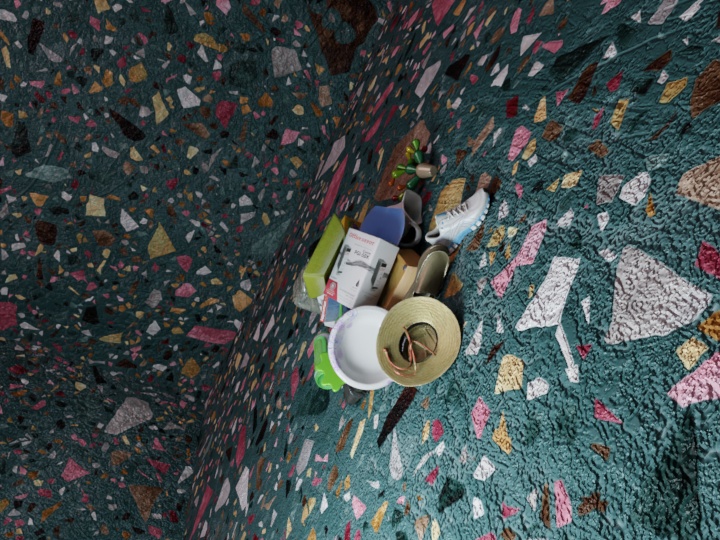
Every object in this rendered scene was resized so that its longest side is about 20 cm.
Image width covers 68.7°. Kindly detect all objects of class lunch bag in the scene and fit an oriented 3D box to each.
[{"bbox_3d":[-0.126,0.053,1.842,0.169,0.198,0.140,-59,21,24],"label":"lunch bag"}]

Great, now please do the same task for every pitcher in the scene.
[{"bbox_3d":[0.100,-0.120,1.579,0.199,0.120,0.174,-34,50,39],"label":"pitcher"}]

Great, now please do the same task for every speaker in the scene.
[{"bbox_3d":[-0.111,0.289,1.718,0.089,0.087,0.201,-58,21,25],"label":"speaker"}]

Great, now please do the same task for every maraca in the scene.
[{"bbox_3d":[-0.022,0.244,1.415,0.107,0.198,0.138,73,172,-59],"label":"maraca"}]

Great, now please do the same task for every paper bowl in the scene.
[{"bbox_3d":[0.018,0.191,1.315,0.104,0.198,0.203,102,-173,-81],"label":"paper bowl"}]

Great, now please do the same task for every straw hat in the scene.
[{"bbox_3d":[0.133,0.167,1.189,0.085,0.198,0.204,49,-125,-63],"label":"straw hat"}]

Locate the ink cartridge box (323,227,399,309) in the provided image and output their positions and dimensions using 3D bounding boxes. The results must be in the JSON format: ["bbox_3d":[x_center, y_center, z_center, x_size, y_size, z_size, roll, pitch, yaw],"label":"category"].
[{"bbox_3d":[0.000,0.000,1.431,0.146,0.082,0.203,22,91,49],"label":"ink cartridge box"}]

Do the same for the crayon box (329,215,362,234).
[{"bbox_3d":[-0.006,-0.095,1.679,0.051,0.198,0.128,-51,24,37],"label":"crayon box"}]

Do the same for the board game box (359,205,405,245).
[{"bbox_3d":[0.067,-0.100,1.512,0.199,0.039,0.160,16,85,54],"label":"board game box"}]

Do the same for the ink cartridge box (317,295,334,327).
[{"bbox_3d":[-0.078,0.072,1.676,0.116,0.066,0.202,-49,-40,-41],"label":"ink cartridge box"}]

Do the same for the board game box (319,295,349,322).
[{"bbox_3d":[-0.058,0.103,1.635,0.019,0.199,0.105,13,95,29],"label":"board game box"}]

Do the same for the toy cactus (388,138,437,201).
[{"bbox_3d":[0.174,-0.305,1.636,0.164,0.102,0.202,17,82,52],"label":"toy cactus"}]

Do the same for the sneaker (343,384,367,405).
[{"bbox_3d":[-0.023,0.289,1.507,0.202,0.075,0.091,-83,17,-45],"label":"sneaker"}]

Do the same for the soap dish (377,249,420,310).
[{"bbox_3d":[0.103,0.050,1.413,0.202,0.080,0.158,-63,20,15],"label":"soap dish"}]

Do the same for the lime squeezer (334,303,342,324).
[{"bbox_3d":[-0.062,0.173,1.597,0.071,0.037,0.203,-122,28,-64],"label":"lime squeezer"}]

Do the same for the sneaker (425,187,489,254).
[{"bbox_3d":[0.228,-0.123,1.265,0.201,0.086,0.075,-53,22,32],"label":"sneaker"}]

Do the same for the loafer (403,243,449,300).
[{"bbox_3d":[0.167,0.032,1.286,0.068,0.075,0.202,-109,35,-61],"label":"loafer"}]

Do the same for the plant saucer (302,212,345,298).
[{"bbox_3d":[-0.089,-0.028,1.482,0.200,0.047,0.202,89,-155,-69],"label":"plant saucer"}]
